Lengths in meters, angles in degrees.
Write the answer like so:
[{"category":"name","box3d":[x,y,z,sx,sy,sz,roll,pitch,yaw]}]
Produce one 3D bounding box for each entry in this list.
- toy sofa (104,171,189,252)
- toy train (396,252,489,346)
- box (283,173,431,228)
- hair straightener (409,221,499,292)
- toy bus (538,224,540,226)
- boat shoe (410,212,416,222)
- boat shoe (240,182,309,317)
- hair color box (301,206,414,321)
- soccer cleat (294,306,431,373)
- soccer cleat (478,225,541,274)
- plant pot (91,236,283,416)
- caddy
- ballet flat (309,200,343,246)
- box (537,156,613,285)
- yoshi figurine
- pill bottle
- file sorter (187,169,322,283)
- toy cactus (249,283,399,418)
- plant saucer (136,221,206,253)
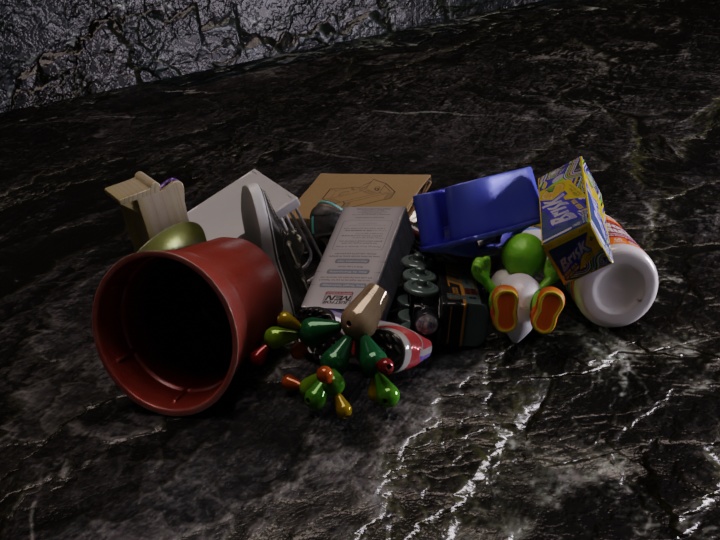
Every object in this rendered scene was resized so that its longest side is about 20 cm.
[{"category":"toy sofa","box3d":[-0.292,-0.040,1.617,0.096,0.203,0.083,-23,25,-21]},{"category":"toy train","box3d":[0.107,0.038,1.458,0.112,0.087,0.200,6,19,-2]},{"category":"box","box3d":[-0.002,-0.112,1.767,0.197,0.022,0.164,2,31,22]},{"category":"hair straightener","box3d":[0.106,-0.016,1.593,0.198,0.078,0.041,25,46,24]},{"category":"toy bus","box3d":[0.192,-0.080,1.735,0.196,0.066,0.079,-6,23,4]},{"category":"boat shoe","box3d":[0.024,-0.096,1.826,0.199,0.070,0.073,-26,28,-38]},{"category":"boat shoe","box3d":[-0.112,-0.028,1.522,0.063,0.203,0.070,-21,17,-21]},{"category":"hair color box","box3d":[0.000,0.000,1.516,0.097,0.061,0.202,1,44,22]},{"category":"soccer cleat","box3d":[-0.001,0.088,1.400,0.198,0.069,0.073,10,8,41]},{"category":"soccer cleat","box3d":[0.178,-0.029,1.604,0.197,0.071,0.087,-3,28,18]},{"category":"plant pot","box3d":[-0.199,0.051,1.392,0.197,0.204,0.195,1,15,21]},{"category":"caddy","box3d":[0.163,-0.070,1.501,0.198,0.107,0.140,-16,4,-40]},{"category":"ballet flat","box3d":[0.005,-0.038,1.660,0.198,0.069,0.068,22,-19,-26]},{"category":"box","box3d":[0.267,-0.066,1.396,0.069,0.065,0.201,-26,22,20]},{"category":"yoshi figurine","box3d":[0.203,0.008,1.403,0.111,0.113,0.200,-38,9,11]},{"category":"pill bottle","box3d":[0.310,-0.013,1.462,0.108,0.111,0.200,-8,22,-2]},{"category":"file sorter","box3d":[-0.158,-0.044,1.653,0.138,0.126,0.200,-33,27,-11]},{"category":"toy cactus","box3d":[-0.026,0.084,1.303,0.198,0.103,0.166,17,64,39]},{"category":"plant saucer","box3d":[-0.271,0.025,1.502,0.031,0.202,0.199,37,39,17]}]
